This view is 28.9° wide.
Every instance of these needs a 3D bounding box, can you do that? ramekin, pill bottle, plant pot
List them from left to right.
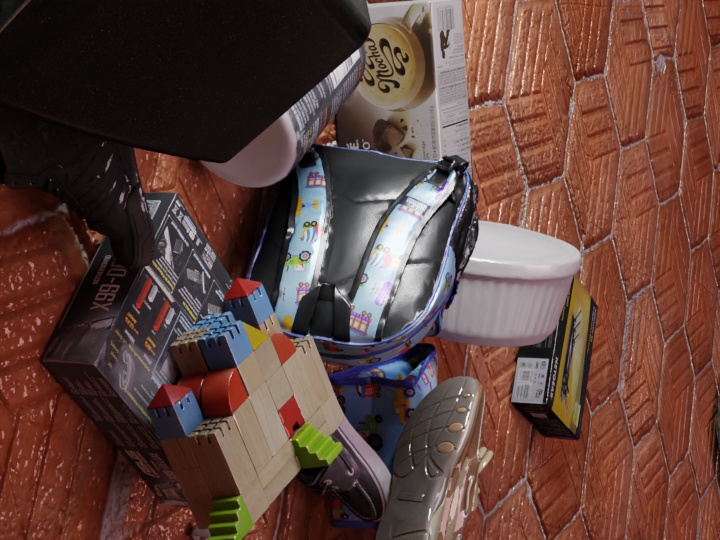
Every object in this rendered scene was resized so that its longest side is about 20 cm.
[{"bbox_3d":[-0.107,-0.183,0.828,0.177,0.200,0.200,34,31,-35],"label":"plant pot"},{"bbox_3d":[-0.061,-0.163,1.162,0.200,0.106,0.106,-57,139,-47],"label":"pill bottle"},{"bbox_3d":[0.122,0.012,1.446,0.202,0.202,0.094,-18,119,-62],"label":"ramekin"}]

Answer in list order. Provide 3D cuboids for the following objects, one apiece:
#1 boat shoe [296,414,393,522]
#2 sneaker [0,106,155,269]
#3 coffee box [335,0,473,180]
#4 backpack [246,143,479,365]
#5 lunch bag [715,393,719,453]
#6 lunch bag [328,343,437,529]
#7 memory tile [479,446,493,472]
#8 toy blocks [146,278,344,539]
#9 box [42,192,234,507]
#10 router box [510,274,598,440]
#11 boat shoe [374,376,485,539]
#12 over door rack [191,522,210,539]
[{"bbox_3d":[-0.035,0.165,1.256,0.066,0.070,0.200,-52,129,-35],"label":"boat shoe"},{"bbox_3d":[-0.201,-0.075,0.919,0.104,0.060,0.200,-17,130,-17],"label":"sneaker"},{"bbox_3d":[0.040,-0.159,1.357,0.080,0.113,0.201,-27,115,-60],"label":"coffee box"},{"bbox_3d":[0.000,0.000,1.203,0.135,0.182,0.200,81,21,-53],"label":"backpack"},{"bbox_3d":[0.808,0.331,2.893,0.168,0.139,0.200,-83,158,-49],"label":"lunch bag"},{"bbox_3d":[0.046,0.162,1.411,0.200,0.094,0.151,-20,109,-68],"label":"lunch bag"},{"bbox_3d":[0.058,0.264,1.401,0.017,0.153,0.200,41,34,2],"label":"memory tile"},{"bbox_3d":[-0.088,0.092,1.038,0.200,0.100,0.137,-45,118,-54],"label":"toy blocks"},{"bbox_3d":[-0.144,0.064,1.064,0.200,0.050,0.158,61,40,-45],"label":"box"},{"bbox_3d":[0.263,0.110,1.876,0.157,0.052,0.200,44,53,-56],"label":"router box"},{"bbox_3d":[0.073,0.195,1.278,0.072,0.076,0.200,35,70,-41],"label":"boat shoe"},{"bbox_3d":[-0.097,0.324,1.146,0.200,0.066,0.148,63,37,-43],"label":"over door rack"}]
